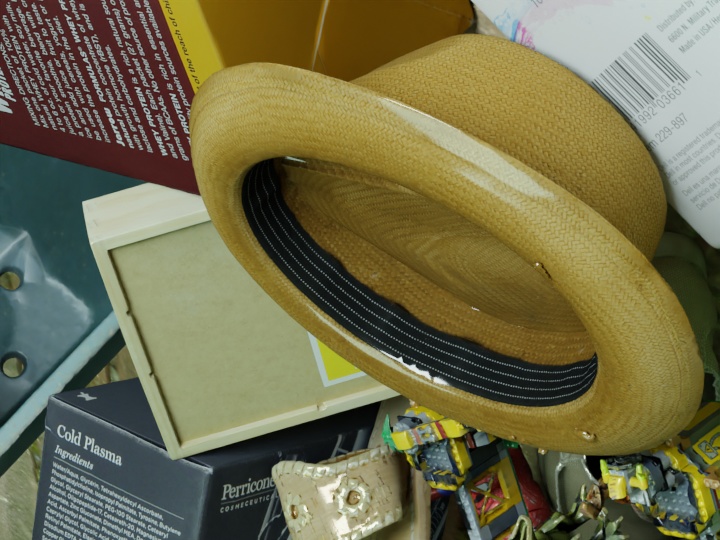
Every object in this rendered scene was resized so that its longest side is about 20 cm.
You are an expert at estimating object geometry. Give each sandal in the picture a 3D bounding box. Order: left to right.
[{"bbox_3d":[-0.006,0.091,0.897,0.069,0.213,0.078,29,154,-20],"label":"sandal"}]

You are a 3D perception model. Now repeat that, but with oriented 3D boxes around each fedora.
[{"bbox_3d":[0.037,-0.021,0.694,0.200,0.082,0.201,28,153,15],"label":"fedora"}]

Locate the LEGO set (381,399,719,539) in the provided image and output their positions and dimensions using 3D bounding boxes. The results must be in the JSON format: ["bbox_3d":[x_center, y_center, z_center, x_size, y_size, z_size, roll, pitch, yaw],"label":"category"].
[{"bbox_3d":[0.068,0.124,0.784,0.199,0.116,0.155,14,125,47],"label":"LEGO set"}]

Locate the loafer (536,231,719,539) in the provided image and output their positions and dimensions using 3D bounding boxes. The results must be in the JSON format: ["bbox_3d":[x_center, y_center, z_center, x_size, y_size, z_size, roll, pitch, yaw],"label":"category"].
[{"bbox_3d":[0.114,0.073,0.863,0.075,0.069,0.201,-5,135,2],"label":"loafer"}]

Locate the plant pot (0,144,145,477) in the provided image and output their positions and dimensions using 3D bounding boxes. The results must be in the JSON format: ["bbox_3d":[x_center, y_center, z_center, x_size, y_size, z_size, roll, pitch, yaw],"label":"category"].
[{"bbox_3d":[-0.202,-0.002,1.057,0.196,0.196,0.200,40,158,6],"label":"plant pot"}]

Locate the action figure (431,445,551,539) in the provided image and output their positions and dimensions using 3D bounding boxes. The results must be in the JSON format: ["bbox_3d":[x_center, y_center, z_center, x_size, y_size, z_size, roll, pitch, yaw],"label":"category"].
[{"bbox_3d":[0.047,0.139,0.967,0.200,0.098,0.065,77,169,-58],"label":"action figure"}]

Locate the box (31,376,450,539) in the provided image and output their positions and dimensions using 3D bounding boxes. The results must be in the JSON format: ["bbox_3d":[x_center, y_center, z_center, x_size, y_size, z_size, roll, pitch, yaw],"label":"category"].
[{"bbox_3d":[-0.057,0.145,0.981,0.104,0.199,0.183,18,107,34],"label":"box"}]

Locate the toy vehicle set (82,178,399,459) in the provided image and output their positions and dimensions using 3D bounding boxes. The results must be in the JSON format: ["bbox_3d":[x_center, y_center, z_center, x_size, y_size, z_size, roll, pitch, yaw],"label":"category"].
[{"bbox_3d":[0.000,0.000,0.835,0.027,0.199,0.125,-108,3,-50],"label":"toy vehicle set"}]

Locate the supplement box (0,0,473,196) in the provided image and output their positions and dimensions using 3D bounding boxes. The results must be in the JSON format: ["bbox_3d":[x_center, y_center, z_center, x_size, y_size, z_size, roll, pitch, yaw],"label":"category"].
[{"bbox_3d":[-0.093,-0.154,0.794,0.199,0.133,0.198,15,138,39],"label":"supplement box"}]

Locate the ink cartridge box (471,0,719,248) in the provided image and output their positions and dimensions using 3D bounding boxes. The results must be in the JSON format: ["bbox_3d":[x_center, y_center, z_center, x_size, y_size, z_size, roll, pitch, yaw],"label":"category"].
[{"bbox_3d":[0.100,-0.126,0.650,0.200,0.088,0.145,43,148,-2],"label":"ink cartridge box"}]
